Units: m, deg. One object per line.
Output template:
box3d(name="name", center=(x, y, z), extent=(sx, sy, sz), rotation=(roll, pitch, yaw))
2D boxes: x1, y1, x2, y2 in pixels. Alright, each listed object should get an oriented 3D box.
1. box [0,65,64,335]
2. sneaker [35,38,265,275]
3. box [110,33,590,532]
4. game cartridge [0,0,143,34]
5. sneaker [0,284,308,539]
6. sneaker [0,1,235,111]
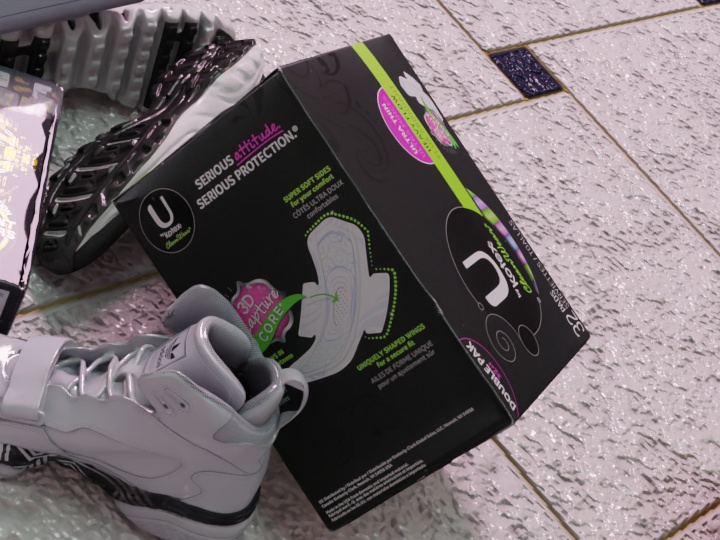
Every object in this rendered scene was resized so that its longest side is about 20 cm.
box3d(name="box", center=(-0.260, -0.059, 0.814), extent=(0.199, 0.049, 0.162), rotation=(17, 40, -16))
box3d(name="sneaker", center=(-0.107, -0.056, 0.906), extent=(0.200, 0.074, 0.080), rotation=(-48, 124, -40))
box3d(name="box", center=(0.000, 0.000, 0.821), extent=(0.201, 0.124, 0.148), rotation=(57, 27, 0))
box3d(name="game cartridge", center=(-0.231, -0.191, 0.929), extent=(0.133, 0.041, 0.200), rotation=(-16, 39, -38))
box3d(name="sneaker", center=(-0.123, 0.050, 0.747), extent=(0.199, 0.115, 0.075), rotation=(25, 39, -11))
box3d(name="sneaker", center=(-0.164, -0.143, 0.961), extent=(0.199, 0.075, 0.081), rotation=(-6, 43, -40))
